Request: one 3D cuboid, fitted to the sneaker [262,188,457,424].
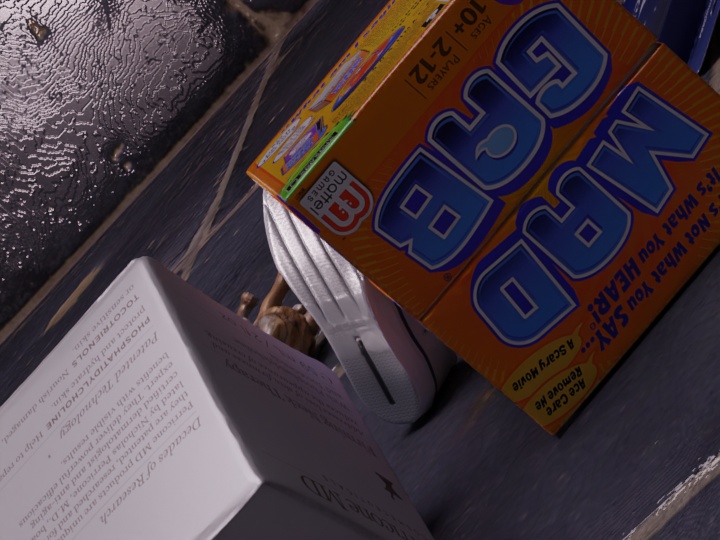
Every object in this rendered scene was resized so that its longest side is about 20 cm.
[{"bbox_3d":[0.000,0.000,1.595,0.073,0.200,0.071,-6,30,34],"label":"sneaker"}]

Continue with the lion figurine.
[{"bbox_3d":[-0.078,0.065,2.027,0.200,0.072,0.123,120,174,-70],"label":"lion figurine"}]

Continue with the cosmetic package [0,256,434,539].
[{"bbox_3d":[-0.084,0.136,1.347,0.166,0.167,0.200,-46,41,12],"label":"cosmetic package"}]

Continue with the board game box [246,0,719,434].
[{"bbox_3d":[0.081,-0.060,1.440,0.200,0.200,0.200,-50,11,0],"label":"board game box"}]

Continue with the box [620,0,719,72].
[{"bbox_3d":[0.217,-0.207,1.719,0.200,0.032,0.121,-110,36,-77],"label":"box"}]
